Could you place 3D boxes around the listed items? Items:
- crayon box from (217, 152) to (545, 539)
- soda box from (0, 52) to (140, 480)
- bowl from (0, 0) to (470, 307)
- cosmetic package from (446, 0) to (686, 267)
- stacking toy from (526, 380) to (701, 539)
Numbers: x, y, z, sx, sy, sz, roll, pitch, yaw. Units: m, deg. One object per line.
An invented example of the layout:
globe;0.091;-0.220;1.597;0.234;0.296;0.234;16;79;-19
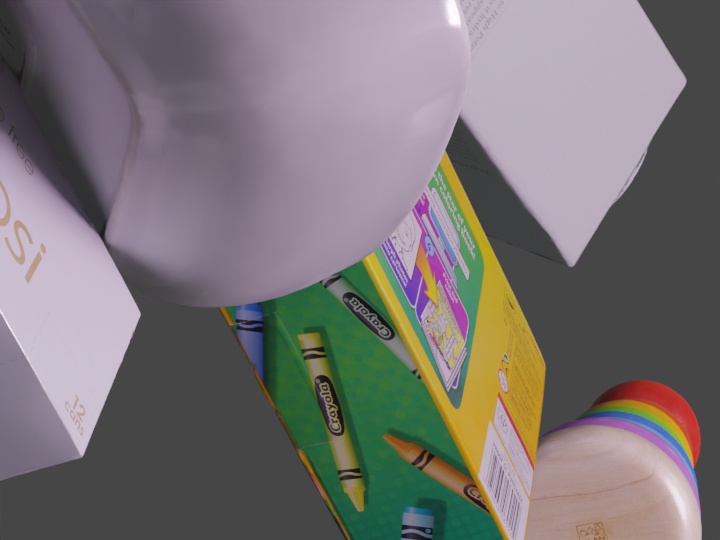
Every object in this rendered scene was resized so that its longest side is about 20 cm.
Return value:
crayon box;0.000;0.000;1.006;0.119;0.058;0.200;-77;145;-55
soda box;-0.128;-0.043;0.686;0.068;0.064;0.200;-74;142;-57
bowl;-0.066;-0.083;0.736;0.200;0.075;0.200;55;-19;9
cosmetic package;0.046;-0.099;1.131;0.102;0.074;0.200;-56;142;-15
stacking toy;0.113;0.088;1.222;0.200;0.085;0.086;-37;109;-73
